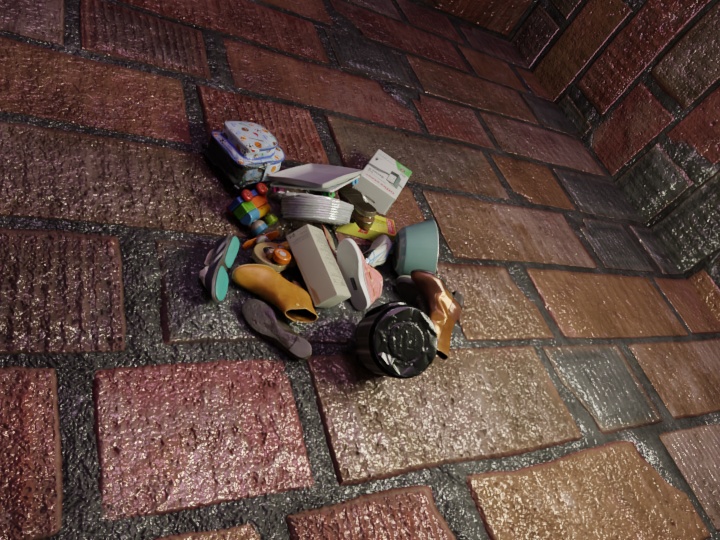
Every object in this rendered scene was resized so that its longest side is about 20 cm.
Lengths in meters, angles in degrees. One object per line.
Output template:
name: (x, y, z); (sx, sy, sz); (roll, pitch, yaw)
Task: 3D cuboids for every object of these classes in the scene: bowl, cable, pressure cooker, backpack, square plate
bowl: (0.155, -0.054, 1.597); (0.105, 0.201, 0.201); (4, 48, -8)
cable: (-0.120, -0.167, 1.496); (0.199, 0.070, 0.200); (8, 2, 12)
pressure cooker: (0.074, 0.173, 1.316); (0.176, 0.200, 0.179); (39, 74, -8)
backpack: (-0.317, -0.333, 1.538); (0.200, 0.154, 0.190); (50, 32, 19)
square plate: (-0.126, -0.269, 1.546); (0.198, 0.029, 0.200); (14, 27, 31)

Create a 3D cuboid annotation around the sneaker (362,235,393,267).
sneaker: (0.036, -0.032, 1.568); (0.200, 0.072, 0.073); (-43, 110, -42)

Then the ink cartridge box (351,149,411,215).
ink cartridge box: (0.071, -0.298, 1.818); (0.146, 0.084, 0.200); (34, 42, -4)

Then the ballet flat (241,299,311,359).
ballet flat: (-0.196, 0.141, 1.269); (0.200, 0.046, 0.067); (36, 72, 6)

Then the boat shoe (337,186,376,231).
boat shoe: (-0.021, -0.184, 1.590); (0.072, 0.068, 0.200); (-2, 32, -24)

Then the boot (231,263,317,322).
boot: (-0.200, 0.057, 1.287); (0.201, 0.071, 0.144); (18, 21, -31)

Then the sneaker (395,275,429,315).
sneaker: (0.167, 0.103, 1.529); (0.200, 0.075, 0.106); (41, 42, 2)

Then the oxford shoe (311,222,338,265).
oxford shoe: (-0.087, -0.033, 1.481); (0.075, 0.070, 0.201); (30, 45, -61)

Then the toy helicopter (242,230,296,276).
toy helicopter: (-0.217, -0.057, 1.424); (0.132, 0.079, 0.200); (35, 30, 10)

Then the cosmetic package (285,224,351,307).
cosmetic package: (-0.107, -0.009, 1.384); (0.201, 0.071, 0.105); (66, 14, 14)

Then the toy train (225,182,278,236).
toy train: (-0.266, -0.173, 1.484); (0.116, 0.085, 0.200); (54, 32, -5)

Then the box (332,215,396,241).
box: (0.010, -0.139, 1.657); (0.199, 0.050, 0.075); (16, 45, -23)

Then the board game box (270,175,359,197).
board game box: (-0.129, -0.254, 1.580); (0.199, 0.026, 0.200); (9, 25, 21)

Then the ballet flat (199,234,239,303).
ballet flat: (-0.341, -0.003, 1.281); (0.073, 0.073, 0.200); (21, 47, -18)

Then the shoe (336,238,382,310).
shoe: (0.000, 0.000, 1.458); (0.091, 0.071, 0.201); (-34, 114, -52)

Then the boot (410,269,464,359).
boot: (0.186, 0.116, 1.468); (0.188, 0.068, 0.200); (41, 54, -21)
